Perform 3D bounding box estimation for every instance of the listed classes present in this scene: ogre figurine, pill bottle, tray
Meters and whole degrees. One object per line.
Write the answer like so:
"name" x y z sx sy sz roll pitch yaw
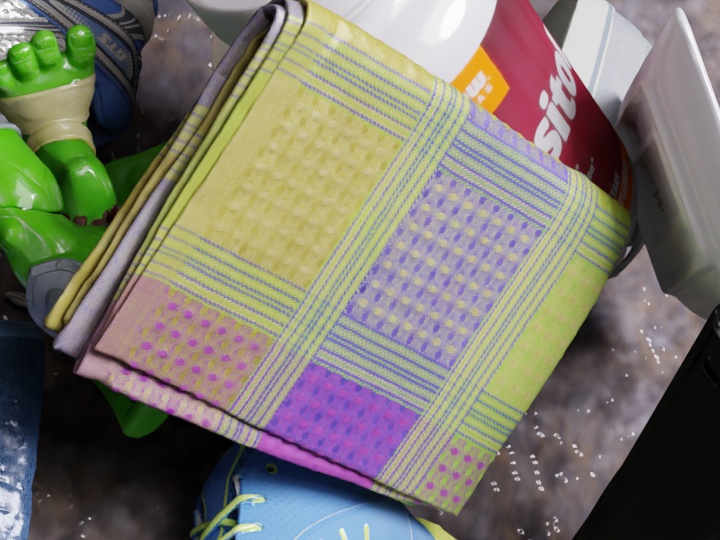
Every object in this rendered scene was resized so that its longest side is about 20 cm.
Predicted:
"ogre figurine" -0.075 -0.009 0.912 0.200 0.098 0.120 46 12 -54
"pill bottle" 0.016 -0.067 0.924 0.200 0.113 0.113 49 41 -44
"tray" 0.122 -0.032 0.958 0.022 0.200 0.108 -18 86 0

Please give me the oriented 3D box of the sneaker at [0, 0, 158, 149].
"sneaker" -0.165 -0.092 0.924 0.199 0.077 0.085 9 67 -28

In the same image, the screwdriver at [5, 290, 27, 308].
"screwdriver" -0.045 0.044 0.970 0.199 0.029 0.028 18 58 -14

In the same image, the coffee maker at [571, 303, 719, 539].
"coffee maker" 0.128 0.125 0.891 0.135 0.200 0.192 42 26 27

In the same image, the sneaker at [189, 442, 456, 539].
"sneaker" -0.045 0.119 0.896 0.200 0.076 0.105 -16 65 -50

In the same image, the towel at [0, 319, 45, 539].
"towel" -0.202 0.051 0.839 0.199 0.049 0.112 17 59 -26

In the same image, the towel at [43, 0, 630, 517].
"towel" 0.000 0.000 0.863 0.200 0.144 0.023 27 9 -41

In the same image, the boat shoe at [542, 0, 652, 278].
"boat shoe" 0.094 -0.035 1.064 0.071 0.070 0.201 29 51 -14
